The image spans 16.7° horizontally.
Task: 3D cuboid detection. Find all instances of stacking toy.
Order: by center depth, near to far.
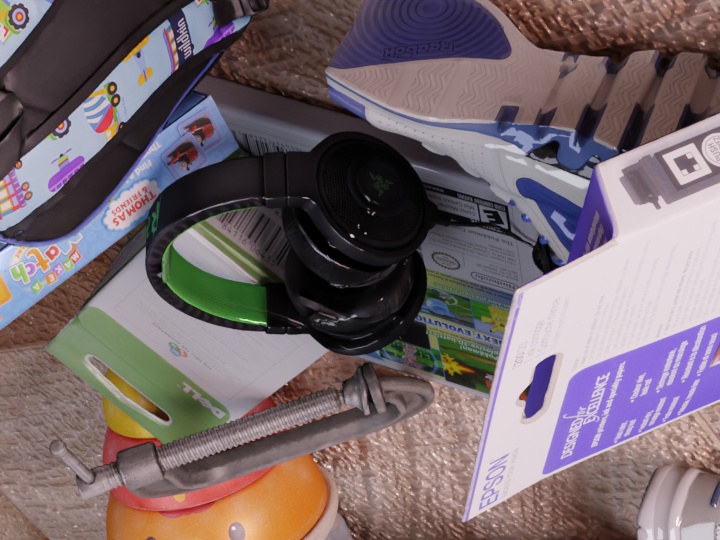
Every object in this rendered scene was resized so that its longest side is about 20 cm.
[{"bbox_3d":[-0.106,0.081,1.414,0.146,0.146,0.201,3,122,39],"label":"stacking toy"}]

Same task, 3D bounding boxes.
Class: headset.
[{"bbox_3d":[0.000,0.000,1.136,0.199,0.094,0.124,-2,149,-2],"label":"headset"}]

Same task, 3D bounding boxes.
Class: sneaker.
[{"bbox_3d":[0.081,-0.047,1.084,0.199,0.081,0.115,18,144,20],"label":"sneaker"},{"bbox_3d":[0.212,0.185,1.294,0.082,0.075,0.200,1,140,35],"label":"sneaker"}]

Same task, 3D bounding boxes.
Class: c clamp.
[{"bbox_3d":[-0.054,0.089,1.290,0.171,0.199,0.027,85,166,-73],"label":"c clamp"}]

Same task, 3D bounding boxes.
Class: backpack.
[{"bbox_3d":[-0.160,-0.115,1.091,0.134,0.200,0.183,5,140,38],"label":"backpack"}]

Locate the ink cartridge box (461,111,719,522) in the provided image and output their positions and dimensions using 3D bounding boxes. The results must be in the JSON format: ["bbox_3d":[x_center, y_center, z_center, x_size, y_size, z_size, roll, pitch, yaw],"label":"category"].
[{"bbox_3d":[0.128,0.008,1.019,0.043,0.199,0.198,57,159,26],"label":"ink cartridge box"}]

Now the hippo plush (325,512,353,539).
[{"bbox_3d":[-0.024,0.243,1.453,0.159,0.201,0.161,24,171,-26],"label":"hippo plush"}]

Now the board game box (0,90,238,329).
[{"bbox_3d":[-0.173,-0.026,1.184,0.151,0.200,0.037,23,148,59],"label":"board game box"}]

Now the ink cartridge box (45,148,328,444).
[{"bbox_3d":[-0.081,0.020,1.295,0.104,0.059,0.200,38,147,-9],"label":"ink cartridge box"}]

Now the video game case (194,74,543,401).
[{"bbox_3d":[0.010,-0.011,1.256,0.199,0.022,0.183,17,145,23],"label":"video game case"}]
